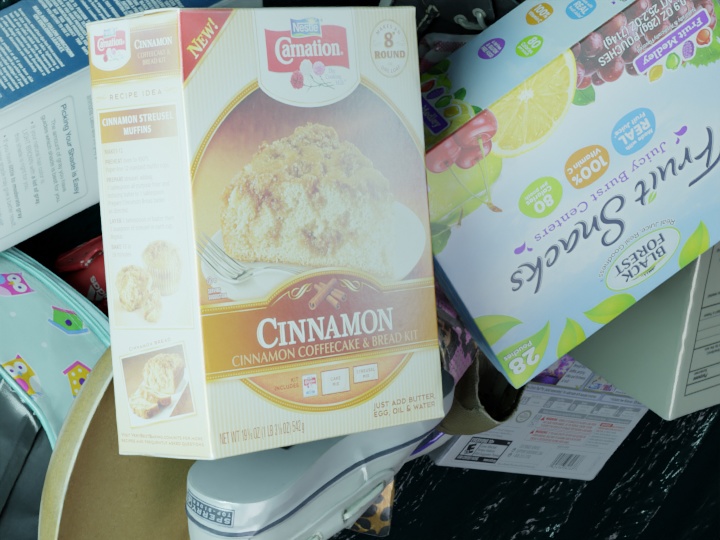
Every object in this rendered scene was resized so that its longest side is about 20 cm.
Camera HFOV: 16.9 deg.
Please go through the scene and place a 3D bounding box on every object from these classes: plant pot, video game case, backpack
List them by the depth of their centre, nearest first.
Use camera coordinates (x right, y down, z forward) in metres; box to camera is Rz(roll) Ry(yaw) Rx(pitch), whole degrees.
[{"bbox_3d":[-0.103,0.100,1.207,0.200,0.027,0.201,-44,142,-48],"label":"plant pot"},{"bbox_3d":[-0.190,0.085,1.255,0.153,0.175,0.201,-35,152,-40],"label":"backpack"},{"bbox_3d":[0.151,0.063,1.702,0.199,0.046,0.182,11,123,-52],"label":"video game case"}]

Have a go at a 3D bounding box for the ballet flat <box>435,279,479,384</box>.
[{"bbox_3d":[0.000,0.000,1.338,0.069,0.071,0.200,-16,128,36],"label":"ballet flat"}]

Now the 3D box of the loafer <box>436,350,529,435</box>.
[{"bbox_3d":[0.100,0.012,1.500,0.076,0.067,0.202,16,92,-35],"label":"loafer"}]

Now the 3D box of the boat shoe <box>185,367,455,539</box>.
[{"bbox_3d":[-0.019,0.106,1.270,0.200,0.072,0.066,-34,136,-51],"label":"boat shoe"}]

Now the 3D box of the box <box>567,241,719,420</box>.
[{"bbox_3d":[0.218,-0.027,1.550,0.127,0.109,0.202,-14,124,-37],"label":"box"}]

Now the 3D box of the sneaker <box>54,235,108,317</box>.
[{"bbox_3d":[-0.106,-0.001,1.268,0.115,0.079,0.200,-29,175,4],"label":"sneaker"}]

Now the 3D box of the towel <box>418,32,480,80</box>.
[{"bbox_3d":[0.042,-0.078,1.380,0.146,0.030,0.200,-5,151,-41],"label":"towel"}]

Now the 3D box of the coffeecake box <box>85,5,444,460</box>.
[{"bbox_3d":[-0.043,-0.022,1.143,0.153,0.073,0.202,-7,93,-44],"label":"coffeecake box"}]

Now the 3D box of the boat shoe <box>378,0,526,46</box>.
[{"bbox_3d":[0.073,-0.165,1.318,0.074,0.060,0.201,0,132,-53],"label":"boat shoe"}]

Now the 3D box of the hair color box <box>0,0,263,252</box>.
[{"bbox_3d":[-0.143,-0.084,1.192,0.199,0.061,0.100,-28,147,-19],"label":"hair color box"}]

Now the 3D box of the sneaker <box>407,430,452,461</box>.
[{"bbox_3d":[-0.008,0.076,1.518,0.200,0.081,0.146,-39,153,9],"label":"sneaker"}]

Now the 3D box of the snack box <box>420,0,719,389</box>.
[{"bbox_3d":[0.118,-0.061,1.301,0.199,0.068,0.169,-34,127,-3],"label":"snack box"}]

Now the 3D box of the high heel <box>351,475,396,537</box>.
[{"bbox_3d":[0.037,0.061,1.448,0.199,0.143,0.071,-33,-169,6],"label":"high heel"}]
